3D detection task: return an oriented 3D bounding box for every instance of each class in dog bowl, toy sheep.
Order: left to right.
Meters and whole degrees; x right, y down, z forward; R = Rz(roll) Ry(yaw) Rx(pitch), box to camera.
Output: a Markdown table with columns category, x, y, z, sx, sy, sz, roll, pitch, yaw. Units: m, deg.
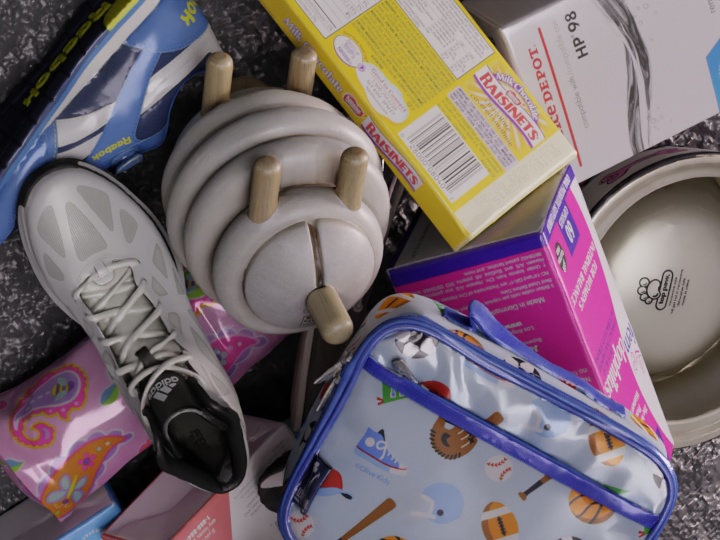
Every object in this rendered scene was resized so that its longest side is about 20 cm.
| category | x | y | z | sx | sy | sz | roll | pitch | yaw |
| --- | --- | --- | --- | --- | --- | --- | --- | --- | --- |
| toy sheep | -0.045 | -0.036 | 1.128 | 0.137 | 0.201 | 0.139 | -10 | 135 | -10 |
| dog bowl | 0.197 | 0.010 | 1.332 | 0.198 | 0.074 | 0.202 | -8 | 112 | -19 |

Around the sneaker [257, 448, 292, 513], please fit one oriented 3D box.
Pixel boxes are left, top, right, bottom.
| category | x | y | z | sx | sy | sz | roll | pitch | yaw |
| --- | --- | --- | --- | --- | --- | --- | --- | --- | --- |
| sneaker | 0.037 | 0.123 | 1.165 | 0.198 | 0.074 | 0.081 | -9 | 102 | 17 |

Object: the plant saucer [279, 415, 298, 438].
| category | x | y | z | sx | sy | sz | roll | pitch | yaw |
| --- | --- | --- | --- | --- | --- | --- | --- | --- | --- |
| plant saucer | -0.012 | 0.170 | 1.334 | 0.198 | 0.027 | 0.202 | -7 | 111 | -19 |

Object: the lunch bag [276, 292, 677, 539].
| category | x | y | z | sx | sy | sz | roll | pitch | yaw |
| --- | --- | --- | --- | --- | --- | --- | --- | --- | --- |
| lunch bag | 0.059 | 0.108 | 1.090 | 0.199 | 0.076 | 0.161 | 29 | 105 | -5 |

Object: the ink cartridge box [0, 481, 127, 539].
| category | x | y | z | sx | sy | sz | roll | pitch | yaw |
| --- | --- | --- | --- | --- | --- | --- | --- | --- | --- |
| ink cartridge box | -0.161 | 0.234 | 1.275 | 0.115 | 0.067 | 0.201 | -32 | 117 | -9 |

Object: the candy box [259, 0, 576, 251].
| category | x | y | z | sx | sy | sz | roll | pitch | yaw |
| --- | --- | --- | --- | --- | --- | --- | --- | --- | --- |
| candy box | 0.028 | -0.117 | 1.170 | 0.102 | 0.026 | 0.201 | -36 | 88 | -36 |

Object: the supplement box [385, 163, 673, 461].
| category | x | y | z | sx | sy | sz | roll | pitch | yaw |
| --- | --- | --- | --- | --- | --- | --- | --- | --- | --- |
| supplement box | 0.105 | 0.055 | 1.223 | 0.103 | 0.101 | 0.201 | -14 | 112 | 21 |

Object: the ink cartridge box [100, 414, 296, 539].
| category | x | y | z | sx | sy | sz | roll | pitch | yaw |
| --- | --- | --- | --- | --- | --- | --- | --- | --- | --- |
| ink cartridge box | -0.057 | 0.200 | 1.252 | 0.116 | 0.067 | 0.201 | -44 | 121 | -30 |

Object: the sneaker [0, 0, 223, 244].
| category | x | y | z | sx | sy | sz | roll | pitch | yaw |
| --- | --- | --- | --- | --- | --- | --- | --- | --- | --- |
| sneaker | -0.155 | -0.078 | 1.160 | 0.200 | 0.074 | 0.082 | -48 | 121 | 2 |

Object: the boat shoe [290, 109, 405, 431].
| category | x | y | z | sx | sy | sz | roll | pitch | yaw |
| --- | --- | --- | --- | --- | --- | --- | --- | --- | --- |
| boat shoe | 0.000 | 0.000 | 1.223 | 0.056 | 0.067 | 0.202 | 11 | 85 | -3 |

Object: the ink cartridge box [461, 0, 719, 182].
| category | x | y | z | sx | sy | sz | roll | pitch | yaw |
| --- | --- | --- | --- | --- | --- | --- | --- | --- | --- |
| ink cartridge box | 0.139 | -0.128 | 1.252 | 0.199 | 0.067 | 0.117 | -27 | 117 | -10 |

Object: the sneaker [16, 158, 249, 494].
| category | x | y | z | sx | sy | sz | roll | pitch | yaw |
| --- | --- | --- | --- | --- | --- | --- | --- | --- | --- |
| sneaker | -0.111 | 0.033 | 1.108 | 0.075 | 0.115 | 0.201 | -33 | 110 | -8 |

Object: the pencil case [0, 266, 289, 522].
| category | x | y | z | sx | sy | sz | roll | pitch | yaw |
| --- | --- | --- | --- | --- | --- | --- | --- | --- | --- |
| pencil case | -0.129 | 0.057 | 1.216 | 0.200 | 0.087 | 0.088 | -39 | 118 | -5 |
